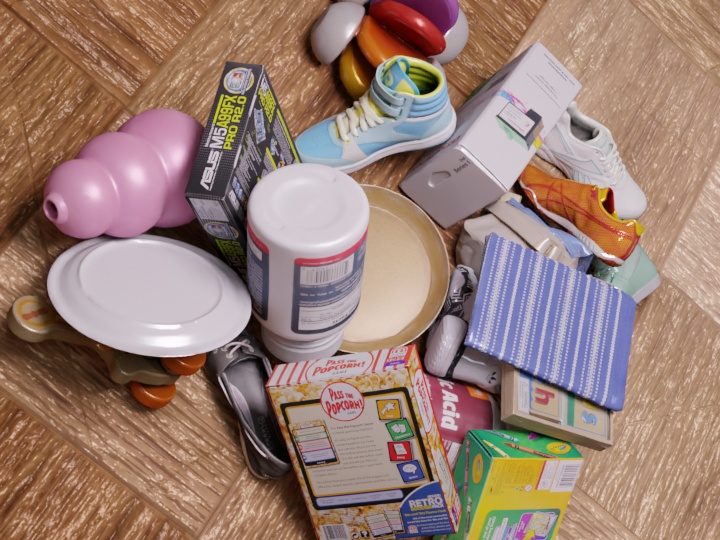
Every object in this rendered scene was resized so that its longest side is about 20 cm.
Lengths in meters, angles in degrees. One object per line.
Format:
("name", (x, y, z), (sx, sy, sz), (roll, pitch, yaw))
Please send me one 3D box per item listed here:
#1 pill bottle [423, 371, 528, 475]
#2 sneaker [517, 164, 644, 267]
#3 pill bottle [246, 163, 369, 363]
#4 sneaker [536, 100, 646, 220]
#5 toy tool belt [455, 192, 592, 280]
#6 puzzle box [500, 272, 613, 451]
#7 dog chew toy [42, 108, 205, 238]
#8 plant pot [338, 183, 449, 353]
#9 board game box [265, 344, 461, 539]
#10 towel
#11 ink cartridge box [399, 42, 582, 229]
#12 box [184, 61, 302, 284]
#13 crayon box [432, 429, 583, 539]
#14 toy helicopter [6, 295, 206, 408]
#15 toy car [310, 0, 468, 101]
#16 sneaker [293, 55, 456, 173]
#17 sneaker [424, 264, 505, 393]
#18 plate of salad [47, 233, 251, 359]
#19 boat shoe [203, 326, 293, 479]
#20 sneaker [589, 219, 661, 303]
("pill bottle", (0.081, 0.173, 1.392), (0.200, 0.114, 0.114), (17, 66, -23))
("sneaker", (0.270, -0.080, 1.559), (0.077, 0.200, 0.073), (-54, 144, 8))
("pill bottle", (-0.056, 0.001, 1.291), (0.119, 0.200, 0.120), (3, 49, -3))
("sneaker", (0.302, -0.140, 1.639), (0.200, 0.080, 0.070), (40, 57, -13))
("toy tool belt", (0.220, -0.013, 1.512), (0.200, 0.125, 0.123), (37, 55, 16))
("puzzle box", (0.217, 0.087, 1.381), (0.133, 0.025, 0.200), (19, 59, -23))
("dog chew toy", (-0.236, -0.091, 1.289), (0.200, 0.124, 0.125), (-27, 87, -45))
("plant pot", (0.000, 0.000, 1.428), (0.200, 0.027, 0.200), (3, 72, -8))
("board game box", (0.006, 0.181, 1.286), (0.046, 0.151, 0.200), (-65, 143, -62))
("towel", (0.208, 0.056, 1.365), (0.200, 0.024, 0.145), (24, 58, -16))
("ink cartridge box", (0.156, -0.160, 1.526), (0.084, 0.145, 0.200), (43, 58, -9))
("box", (-0.117, -0.096, 1.335), (0.044, 0.200, 0.161), (7, 65, 14))
("crayon box", (0.150, 0.270, 1.364), (0.119, 0.058, 0.200), (5, 113, -28))
("toy helicopter", (-0.257, 0.054, 1.268), (0.200, 0.079, 0.132), (15, 44, -36))
("toy car", (0.052, -0.295, 1.512), (0.175, 0.150, 0.200), (32, 61, -15))
("sneaker", (0.009, -0.182, 1.431), (0.200, 0.131, 0.080), (-19, 63, -4))
("sneaker", (0.139, 0.072, 1.439), (0.115, 0.075, 0.200), (25, 29, -5))
("plate of salad", (-0.207, 0.028, 1.249), (0.200, 0.048, 0.200), (11, 32, -7))
("boat shoe", (-0.115, 0.122, 1.336), (0.067, 0.057, 0.200), (-19, 83, -32))
("sneaker", (0.290, 0.009, 1.583), (0.200, 0.074, 0.118), (-35, 98, -42))
